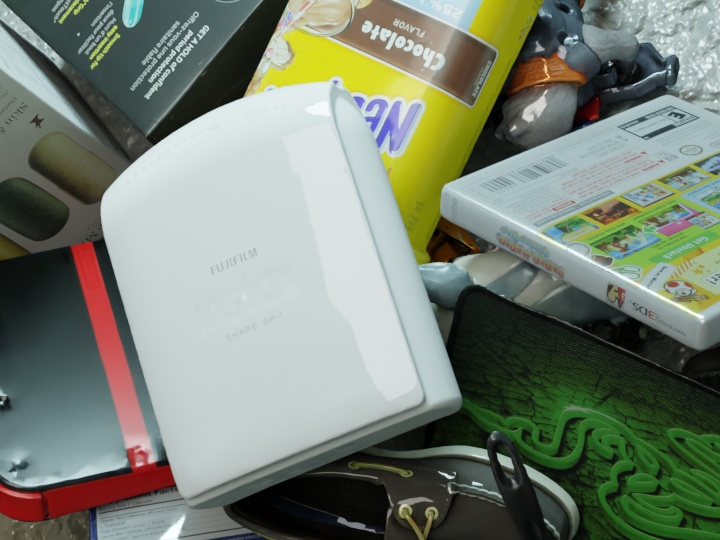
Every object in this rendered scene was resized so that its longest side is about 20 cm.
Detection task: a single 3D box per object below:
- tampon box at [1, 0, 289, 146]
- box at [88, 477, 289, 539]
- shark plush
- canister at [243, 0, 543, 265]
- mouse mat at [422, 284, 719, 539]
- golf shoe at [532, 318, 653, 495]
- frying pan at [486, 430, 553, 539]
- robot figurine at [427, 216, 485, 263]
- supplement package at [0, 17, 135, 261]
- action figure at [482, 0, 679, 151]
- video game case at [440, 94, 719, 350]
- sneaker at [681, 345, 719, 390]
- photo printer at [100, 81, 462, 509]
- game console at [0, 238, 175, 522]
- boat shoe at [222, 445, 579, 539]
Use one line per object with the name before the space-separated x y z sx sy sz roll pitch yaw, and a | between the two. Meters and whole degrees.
tampon box | -0.126 -0.176 1.156 0.150 0.126 0.200 -48 62 2
box | -0.105 0.131 1.051 0.120 0.033 0.201 -8 49 -4
shark plush | 0.112 0.026 0.964 0.198 0.091 0.084 -10 90 14
canister | 0.007 -0.107 1.016 0.148 0.086 0.202 26 92 28
mouse mat | 0.128 0.106 0.941 0.198 0.162 0.008 23 38 17
golf shoe | 0.122 0.032 1.010 0.087 0.077 0.202 15 78 32
frying pan | 0.095 0.183 0.938 0.115 0.031 0.190 -42 102 10
robot figurine | 0.000 0.000 1.080 0.199 0.058 0.146 34 86 28
supplement package | -0.271 -0.086 1.145 0.152 0.200 0.151 -44 62 3
action figure | 0.085 -0.150 1.075 0.198 0.105 0.195 -18 57 14
video game case | 0.175 -0.033 0.944 0.181 0.199 0.023 30 129 39
sneaker | 0.273 0.031 0.954 0.198 0.074 0.089 -10 58 13
photo printer | -0.049 0.007 0.935 0.165 0.069 0.202 -23 76 20
game console | -0.160 0.059 1.085 0.175 0.031 0.201 -11 49 -14
boat shoe | 0.020 0.136 0.972 0.199 0.072 0.061 9 31 18
